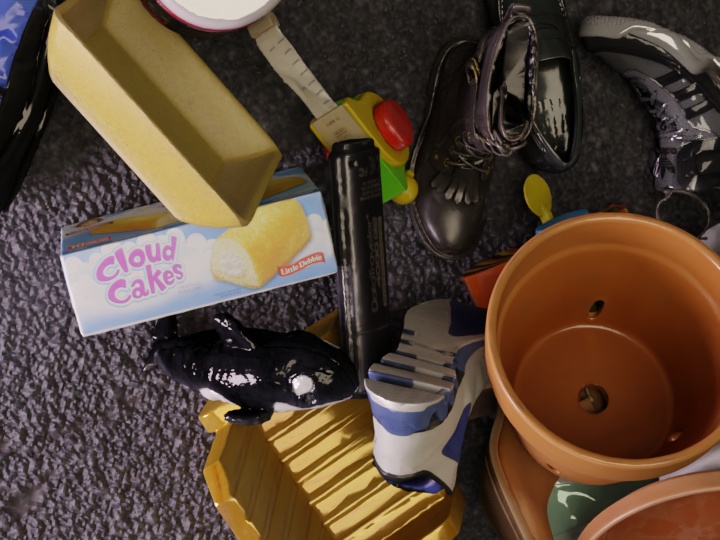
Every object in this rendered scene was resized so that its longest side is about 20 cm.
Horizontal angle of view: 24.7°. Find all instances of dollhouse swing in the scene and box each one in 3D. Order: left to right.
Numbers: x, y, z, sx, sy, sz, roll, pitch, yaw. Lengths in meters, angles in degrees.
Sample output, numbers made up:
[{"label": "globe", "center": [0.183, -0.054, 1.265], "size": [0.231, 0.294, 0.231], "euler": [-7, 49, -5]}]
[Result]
[{"label": "dollhouse swing", "center": [-0.013, 0.162, 1.281], "size": [0.181, 0.176, 0.201], "euler": [-33, 100, -6]}]

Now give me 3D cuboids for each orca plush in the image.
[{"label": "orca plush", "center": [-0.093, 0.052, 1.252], "size": [0.105, 0.200, 0.071], "euler": [-37, 127, -28]}]

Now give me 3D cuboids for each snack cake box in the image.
[{"label": "snack cake box", "center": [-0.126, -0.017, 1.263], "size": [0.199, 0.115, 0.068], "euler": [-15, 106, -7]}]

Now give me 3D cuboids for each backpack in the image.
[{"label": "backpack", "center": [-0.302, -0.154, 1.200], "size": [0.167, 0.163, 0.201], "euler": [23, 92, -9]}]

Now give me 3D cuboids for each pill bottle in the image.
[{"label": "pill bottle", "center": [-0.113, -0.228, 1.210], "size": [0.110, 0.200, 0.111], "euler": [-1, 95, -11]}]

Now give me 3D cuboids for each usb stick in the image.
[{"label": "usb stick", "center": [0.000, 0.000, 1.268], "size": [0.032, 0.055, 0.201], "euler": [2, 101, 33]}]

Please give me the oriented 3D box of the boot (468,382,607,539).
[{"label": "boot", "center": [0.166, 0.138, 1.335], "size": [0.154, 0.077, 0.201], "euler": [-12, 56, -11]}]

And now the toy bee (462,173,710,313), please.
[{"label": "toy bee", "center": [0.188, -0.014, 1.353], "size": [0.199, 0.109, 0.132], "euler": [1, 103, 14]}]

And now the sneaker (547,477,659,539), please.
[{"label": "sneaker", "center": [0.240, 0.212, 1.387], "size": [0.199, 0.074, 0.119], "euler": [-6, 91, -2]}]

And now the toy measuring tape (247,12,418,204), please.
[{"label": "toy measuring tape", "center": [-0.016, -0.132, 1.296], "size": [0.074, 0.074, 0.200], "euler": [-42, 113, -5]}]

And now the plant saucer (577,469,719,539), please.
[{"label": "plant saucer", "center": [0.266, 0.214, 1.296], "size": [0.199, 0.032, 0.201], "euler": [-4, 139, -3]}]

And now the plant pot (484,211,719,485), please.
[{"label": "plant pot", "center": [0.185, 0.075, 1.243], "size": [0.199, 0.140, 0.201], "euler": [2, 65, -3]}]

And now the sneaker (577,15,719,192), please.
[{"label": "sneaker", "center": [0.255, -0.128, 1.356], "size": [0.199, 0.075, 0.114], "euler": [24, 88, -15]}]

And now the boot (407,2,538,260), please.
[{"label": "boot", "center": [0.090, -0.102, 1.275], "size": [0.069, 0.174, 0.201], "euler": [3, 95, -12]}]

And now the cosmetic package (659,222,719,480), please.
[{"label": "cosmetic package", "center": [0.346, 0.074, 1.310], "size": [0.165, 0.167, 0.201], "euler": [12, 65, -14]}]

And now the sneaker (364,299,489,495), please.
[{"label": "sneaker", "center": [0.052, 0.105, 1.271], "size": [0.080, 0.199, 0.116], "euler": [16, 117, 19]}]

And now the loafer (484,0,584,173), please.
[{"label": "loafer", "center": [0.147, -0.179, 1.332], "size": [0.068, 0.070, 0.202], "euler": [-12, 98, -10]}]

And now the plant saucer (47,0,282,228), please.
[{"label": "plant saucer", "center": [-0.152, -0.122, 1.227], "size": [0.048, 0.200, 0.200], "euler": [-38, 102, 15]}]
